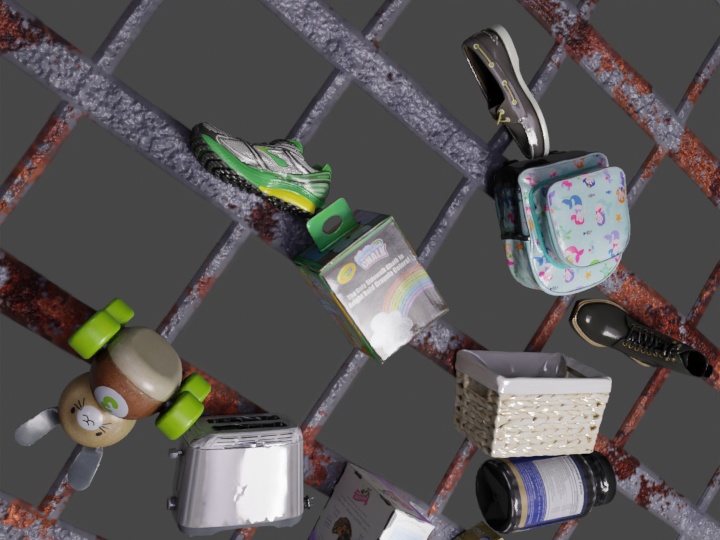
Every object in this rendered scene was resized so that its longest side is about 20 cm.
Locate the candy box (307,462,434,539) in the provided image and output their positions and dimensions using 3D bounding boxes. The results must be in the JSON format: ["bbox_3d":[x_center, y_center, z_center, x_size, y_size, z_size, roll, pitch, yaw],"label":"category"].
[{"bbox_3d":[-0.007,0.390,1.051,0.072,0.168,0.200,30,86,-23],"label":"candy box"}]

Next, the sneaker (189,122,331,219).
[{"bbox_3d":[-0.126,-0.138,0.985,0.200,0.078,0.085,25,81,-32],"label":"sneaker"}]

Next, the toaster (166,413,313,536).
[{"bbox_3d":[-0.150,0.261,1.005,0.200,0.114,0.129,2,95,-21],"label":"toaster"}]

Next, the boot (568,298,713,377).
[{"bbox_3d":[0.442,0.105,1.209,0.200,0.138,0.078,21,90,-22],"label":"boot"}]

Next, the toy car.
[{"bbox_3d":[-0.309,0.163,0.916,0.200,0.158,0.164,-44,99,2],"label":"toy car"}]

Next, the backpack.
[{"bbox_3d":[0.298,-0.065,1.128,0.177,0.151,0.200,-15,108,-21],"label":"backpack"}]

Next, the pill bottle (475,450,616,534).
[{"bbox_3d":[0.290,0.336,1.195,0.200,0.112,0.112,-3,99,-22],"label":"pill bottle"}]

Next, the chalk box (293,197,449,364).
[{"bbox_3d":[0.000,0.000,1.024,0.124,0.124,0.200,-37,108,-12],"label":"chalk box"}]

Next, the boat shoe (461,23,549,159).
[{"bbox_3d":[0.206,-0.246,1.102,0.061,0.072,0.201,-28,100,-12],"label":"boat shoe"}]

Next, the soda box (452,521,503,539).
[{"bbox_3d":[0.212,0.502,1.213,0.068,0.064,0.200,-27,106,-16],"label":"soda box"}]

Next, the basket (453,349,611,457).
[{"bbox_3d":[0.248,0.196,1.148,0.200,0.136,0.124,5,100,-23],"label":"basket"}]
